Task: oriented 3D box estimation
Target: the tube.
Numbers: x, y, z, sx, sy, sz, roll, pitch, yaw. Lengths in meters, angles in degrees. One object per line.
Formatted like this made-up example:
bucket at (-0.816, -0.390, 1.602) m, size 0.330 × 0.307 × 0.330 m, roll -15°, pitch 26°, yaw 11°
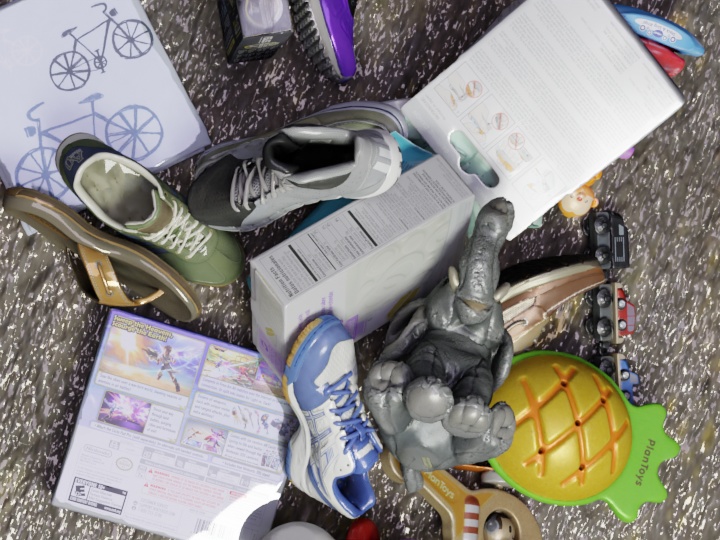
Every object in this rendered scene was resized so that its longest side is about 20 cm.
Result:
tube at (-0.018, -0.043, 1.363) m, size 0.200 × 0.077 × 0.051 m, roll -46°, pitch 61°, yaw 14°

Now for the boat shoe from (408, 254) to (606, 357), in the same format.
boat shoe at (0.134, 0.044, 1.419) m, size 0.198 × 0.076 × 0.074 m, roll -21°, pitch 100°, yaw -1°

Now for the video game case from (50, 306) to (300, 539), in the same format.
video game case at (-0.158, 0.148, 1.377) m, size 0.198 × 0.045 × 0.183 m, roll 18°, pitch 89°, yaw -10°

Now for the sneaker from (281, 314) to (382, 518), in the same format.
sneaker at (-0.014, 0.127, 1.313) m, size 0.075 × 0.088 × 0.201 m, roll -33°, pitch 140°, yaw -32°

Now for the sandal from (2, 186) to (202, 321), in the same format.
sandal at (-0.232, -0.004, 1.335) m, size 0.199 × 0.080 × 0.054 m, roll 32°, pitch 69°, yaw -15°

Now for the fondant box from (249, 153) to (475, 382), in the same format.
fondant box at (0.000, 0.000, 1.332) m, size 0.199 × 0.145 × 0.058 m, roll -30°, pitch 65°, yaw -19°

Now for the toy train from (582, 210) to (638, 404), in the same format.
toy train at (0.240, 0.044, 1.454) m, size 0.045 × 0.034 × 0.202 m, roll -2°, pitch 91°, yaw -21°

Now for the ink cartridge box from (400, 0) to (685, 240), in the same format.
ink cartridge box at (0.162, -0.153, 1.358) m, size 0.200 × 0.057 × 0.163 m, roll -38°, pitch 98°, yaw 19°

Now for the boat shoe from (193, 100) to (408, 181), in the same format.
boat shoe at (-0.053, -0.098, 1.354) m, size 0.198 × 0.062 × 0.073 m, roll -15°, pitch 107°, yaw 10°

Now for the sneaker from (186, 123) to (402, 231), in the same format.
sneaker at (-0.074, -0.086, 1.254) m, size 0.198 × 0.115 × 0.076 m, roll -14°, pitch 80°, yaw 20°

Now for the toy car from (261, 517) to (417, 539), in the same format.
toy car at (0.004, 0.295, 1.350) m, size 0.150 × 0.199 × 0.176 m, roll -43°, pitch 142°, yaw -37°

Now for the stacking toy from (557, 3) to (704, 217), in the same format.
stacking toy at (0.228, -0.144, 1.422) m, size 0.115 × 0.110 × 0.202 m, roll 18°, pitch 99°, yaw -12°

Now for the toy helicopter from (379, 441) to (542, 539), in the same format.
toy helicopter at (0.098, 0.211, 1.405) m, size 0.200 × 0.079 × 0.133 m, roll 44°, pitch 61°, yaw -19°

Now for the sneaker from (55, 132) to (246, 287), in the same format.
sneaker at (-0.182, -0.044, 1.334) m, size 0.200 × 0.090 × 0.067 m, roll 37°, pitch 91°, yaw -18°

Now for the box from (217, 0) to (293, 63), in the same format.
box at (-0.101, -0.268, 1.301) m, size 0.049 × 0.200 × 0.163 m, roll -8°, pitch 92°, yaw -8°

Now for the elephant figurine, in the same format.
elephant figurine at (0.084, 0.065, 1.325) m, size 0.142 × 0.154 × 0.201 m, roll 46°, pitch 44°, yaw -36°

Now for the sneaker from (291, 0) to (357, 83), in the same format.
sneaker at (-0.017, -0.275, 1.382) m, size 0.099 × 0.070 × 0.202 m, roll -16°, pitch 94°, yaw -12°

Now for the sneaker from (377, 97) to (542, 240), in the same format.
sneaker at (0.085, -0.090, 1.398) m, size 0.198 × 0.074 × 0.119 m, roll 7°, pitch 84°, yaw -13°

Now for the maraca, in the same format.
maraca at (0.199, 0.151, 1.394) m, size 0.198 × 0.107 × 0.138 m, roll 22°, pitch 78°, yaw -10°

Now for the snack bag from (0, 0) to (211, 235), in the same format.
snack bag at (-0.259, -0.160, 1.363) m, size 0.187 × 0.021 × 0.201 m, roll -27°, pitch 99°, yaw -7°
